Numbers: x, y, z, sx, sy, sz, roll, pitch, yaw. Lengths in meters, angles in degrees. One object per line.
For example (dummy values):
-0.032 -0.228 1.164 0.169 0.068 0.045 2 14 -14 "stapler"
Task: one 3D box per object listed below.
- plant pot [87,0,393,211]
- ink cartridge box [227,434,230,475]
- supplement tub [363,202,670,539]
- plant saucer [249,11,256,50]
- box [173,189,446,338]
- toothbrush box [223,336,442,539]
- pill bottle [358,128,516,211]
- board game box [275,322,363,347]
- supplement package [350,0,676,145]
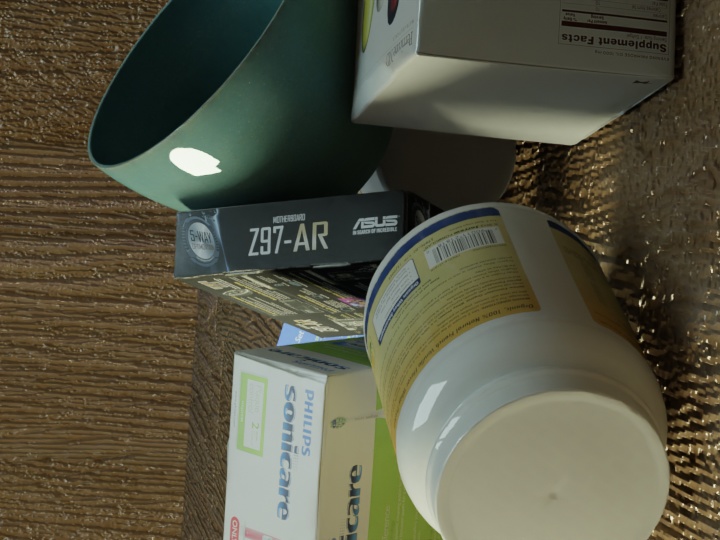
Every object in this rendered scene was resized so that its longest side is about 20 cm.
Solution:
-0.057 -0.106 1.355 0.200 0.135 0.200 -39 27 24 "plant pot"
-0.029 0.206 1.707 0.084 0.144 0.201 110 160 -51 "ink cartridge box"
0.083 0.065 1.149 0.200 0.144 0.145 -105 21 -61 "supplement tub"
-0.078 -0.187 1.534 0.201 0.039 0.202 179 90 -77 "plant saucer"
0.000 0.000 1.349 0.200 0.160 0.044 25 -116 -60 "box"
0.017 0.118 1.316 0.086 0.200 0.146 12 102 42 "toothbrush box"
0.042 -0.090 1.503 0.200 0.115 0.116 -143 57 -78 "pill bottle"
0.005 0.063 1.515 0.134 0.045 0.201 22 96 37 "board game box"
0.085 -0.192 1.219 0.191 0.146 0.201 144 129 -76 "supplement package"
